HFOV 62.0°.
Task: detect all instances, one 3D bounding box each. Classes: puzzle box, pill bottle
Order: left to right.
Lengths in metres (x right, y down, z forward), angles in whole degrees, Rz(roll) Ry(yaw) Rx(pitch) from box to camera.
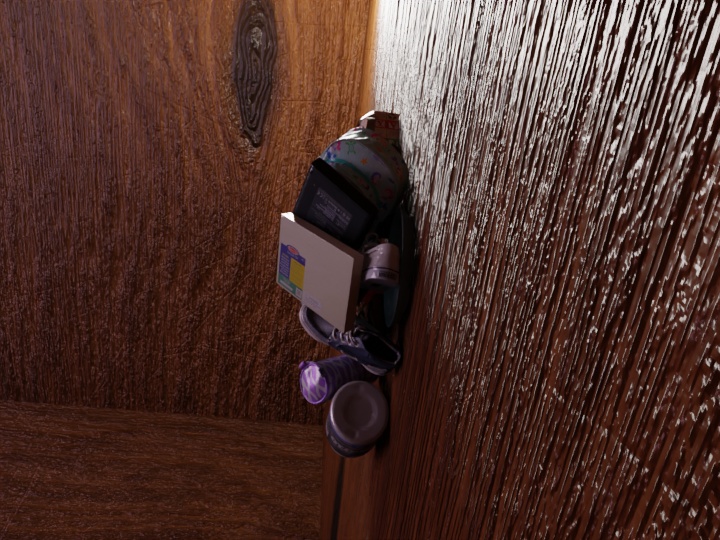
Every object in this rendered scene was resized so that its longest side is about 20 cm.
[{"bbox_3d":[-0.075,-0.001,1.021,0.198,0.025,0.137,32,124,39],"label":"puzzle box"},{"bbox_3d":[-0.012,0.297,1.165,0.202,0.109,0.118,104,170,-63],"label":"pill bottle"}]

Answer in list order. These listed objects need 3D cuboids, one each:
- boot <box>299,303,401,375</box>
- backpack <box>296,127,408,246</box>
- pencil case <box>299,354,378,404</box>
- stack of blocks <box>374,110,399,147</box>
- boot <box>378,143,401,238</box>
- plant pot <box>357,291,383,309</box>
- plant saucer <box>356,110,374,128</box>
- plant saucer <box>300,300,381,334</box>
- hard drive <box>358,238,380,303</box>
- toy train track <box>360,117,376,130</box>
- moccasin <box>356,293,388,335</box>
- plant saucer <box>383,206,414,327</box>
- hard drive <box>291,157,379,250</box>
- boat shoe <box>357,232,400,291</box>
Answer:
[{"bbox_3d":[-0.016,0.107,1.038,0.074,0.196,0.091,-60,1,-19],"label":"boot"},{"bbox_3d":[-0.013,-0.149,1.102,0.201,0.177,0.151,-49,-2,31],"label":"backpack"},{"bbox_3d":[-0.041,0.205,1.206,0.084,0.197,0.086,-49,66,28],"label":"pencil case"},{"bbox_3d":[0.045,-0.240,1.361,0.203,0.056,0.118,101,173,-50],"label":"stack of blocks"},{"bbox_3d":[0.049,-0.161,1.273,0.200,0.062,0.194,-88,5,-85],"label":"boot"},{"bbox_3d":[-0.042,0.064,1.412,0.200,0.175,0.209,-175,90,-83],"label":"plant pot"},{"bbox_3d":[0.004,-0.248,1.325,0.200,0.033,0.209,-175,90,-85],"label":"plant saucer"},{"bbox_3d":[-0.041,0.116,1.177,0.039,0.196,0.202,-60,-3,-19],"label":"plant saucer"},{"bbox_3d":[0.000,0.000,1.208,0.136,0.042,0.201,-53,12,14],"label":"hard drive"},{"bbox_3d":[-0.008,-0.211,1.207,0.032,0.112,0.205,38,128,36],"label":"toy train track"},{"bbox_3d":[0.018,0.098,1.221,0.202,0.075,0.076,110,165,-72],"label":"moccasin"},{"bbox_3d":[0.067,-0.005,1.037,0.200,0.026,0.208,-174,90,-85],"label":"plant saucer"},{"bbox_3d":[-0.060,-0.074,1.052,0.033,0.139,0.202,-40,-14,-44],"label":"hard drive"},{"bbox_3d":[0.022,-0.017,1.010,0.202,0.072,0.089,151,131,-77],"label":"boat shoe"}]
